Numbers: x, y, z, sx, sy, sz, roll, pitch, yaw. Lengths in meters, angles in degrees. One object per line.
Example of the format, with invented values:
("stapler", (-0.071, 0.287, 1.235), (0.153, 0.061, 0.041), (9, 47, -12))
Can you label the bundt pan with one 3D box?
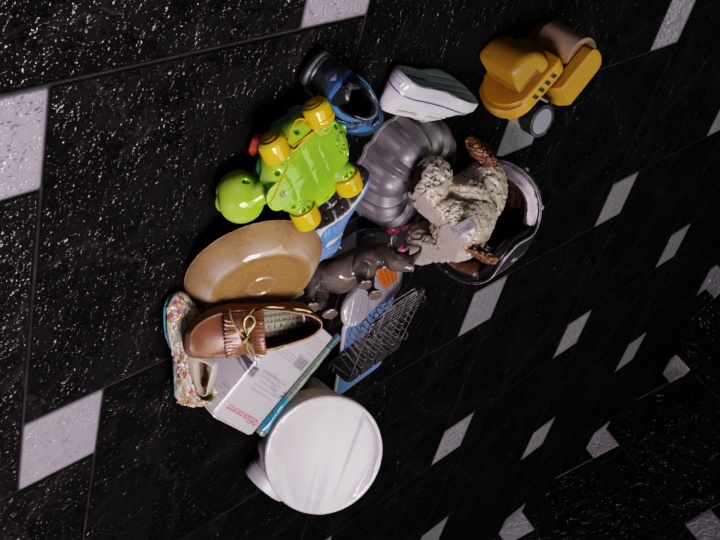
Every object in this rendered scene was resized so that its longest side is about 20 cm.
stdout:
("bundt pan", (0.075, -0.150, 1.654), (0.201, 0.076, 0.204), (-37, 149, -26))

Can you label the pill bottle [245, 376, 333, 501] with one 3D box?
("pill bottle", (-0.107, 0.294, 1.866), (0.201, 0.112, 0.112), (-51, 153, -1))

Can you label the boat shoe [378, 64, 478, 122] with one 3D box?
("boat shoe", (0.094, -0.254, 1.580), (0.198, 0.074, 0.067), (7, 134, -49))

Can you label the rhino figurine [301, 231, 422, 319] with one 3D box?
("rhino figurine", (0.000, 0.000, 1.602), (0.197, 0.088, 0.060), (-21, 141, -3))

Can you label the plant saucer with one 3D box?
("plant saucer", (-0.139, 0.009, 1.459), (0.197, 0.036, 0.201), (-17, 150, -10))

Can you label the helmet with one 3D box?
("helmet", (0.211, -0.094, 1.814), (0.191, 0.198, 0.202), (-50, 156, -30))

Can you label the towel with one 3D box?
("towel", (-0.106, 0.177, 1.740), (0.201, 0.022, 0.147), (-50, -171, -5))

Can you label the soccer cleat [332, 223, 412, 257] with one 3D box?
("soccer cleat", (0.031, -0.037, 1.732), (0.086, 0.071, 0.198), (-20, 169, 37))

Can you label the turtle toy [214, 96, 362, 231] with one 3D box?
("turtle toy", (-0.096, -0.130, 1.373), (0.199, 0.101, 0.147), (-39, 129, -19))

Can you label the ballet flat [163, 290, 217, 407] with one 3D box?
("ballet flat", (-0.227, 0.111, 1.482), (0.076, 0.063, 0.202), (-61, 160, -44))

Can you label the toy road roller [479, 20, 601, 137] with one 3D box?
("toy road roller", (0.273, -0.327, 1.708), (0.200, 0.123, 0.146), (-49, 142, -5))

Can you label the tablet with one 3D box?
("tablet", (0.003, 0.136, 1.957), (0.129, 0.014, 0.202), (-33, 148, -34))

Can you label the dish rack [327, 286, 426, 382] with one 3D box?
("dish rack", (0.032, 0.102, 1.851), (0.153, 0.055, 0.201), (-33, 158, -36))

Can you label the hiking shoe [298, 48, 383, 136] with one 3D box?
("hiking shoe", (-0.010, -0.214, 1.423), (0.075, 0.086, 0.200), (-54, 154, 5))

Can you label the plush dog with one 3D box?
("plush dog", (0.167, -0.099, 1.624), (0.172, 0.159, 0.202), (-52, 157, -34))

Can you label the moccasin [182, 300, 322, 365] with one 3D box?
("moccasin", (-0.143, 0.084, 1.443), (0.199, 0.077, 0.075), (-1, 98, -34))

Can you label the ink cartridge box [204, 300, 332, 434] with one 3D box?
("ink cartridge box", (-0.153, 0.133, 1.622), (0.201, 0.084, 0.146), (-49, 152, -4))

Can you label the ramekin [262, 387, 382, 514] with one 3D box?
("ramekin", (-0.070, 0.288, 1.765), (0.199, 0.094, 0.206), (-4, 103, -17))

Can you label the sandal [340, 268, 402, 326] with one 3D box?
("sandal", (0.006, 0.023, 1.770), (0.206, 0.058, 0.080), (-37, 132, -52))

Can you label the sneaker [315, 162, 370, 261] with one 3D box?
("sneaker", (-0.056, -0.072, 1.555), (0.200, 0.079, 0.089), (-49, 161, 12))
